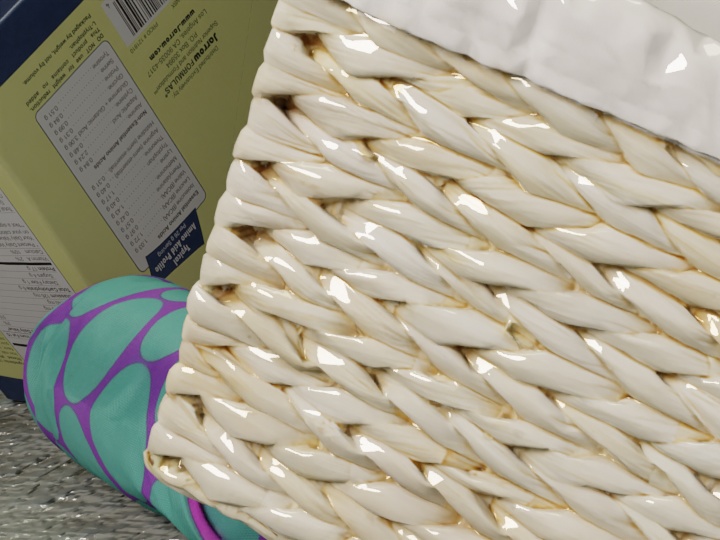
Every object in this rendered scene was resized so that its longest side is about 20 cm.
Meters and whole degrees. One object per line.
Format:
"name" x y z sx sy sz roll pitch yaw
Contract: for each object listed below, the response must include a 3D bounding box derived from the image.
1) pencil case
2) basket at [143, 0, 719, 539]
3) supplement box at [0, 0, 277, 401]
"pencil case" -0.056 0.053 0.638 0.092 0.085 0.200 30 -6 -26
"basket" 0.074 0.000 0.460 0.200 0.161 0.198 27 20 10
"supplement box" -0.118 -0.070 0.814 0.134 0.200 0.200 4 46 41
